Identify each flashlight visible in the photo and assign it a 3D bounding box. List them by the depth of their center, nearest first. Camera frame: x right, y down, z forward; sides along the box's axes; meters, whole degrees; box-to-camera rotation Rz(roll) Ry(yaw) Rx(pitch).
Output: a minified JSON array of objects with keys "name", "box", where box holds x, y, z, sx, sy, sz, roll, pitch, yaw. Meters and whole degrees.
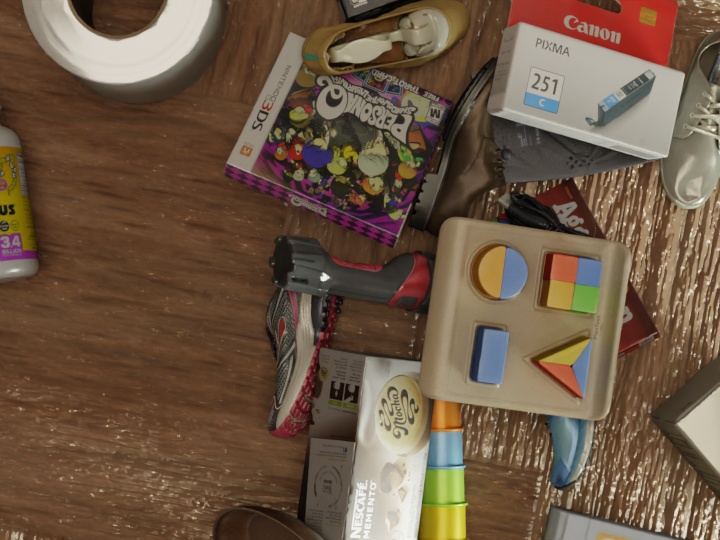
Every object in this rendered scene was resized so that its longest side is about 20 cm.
[{"name":"flashlight","box":[0.000,0.000,1.521,0.199,0.068,0.069,12,91,-31]}]

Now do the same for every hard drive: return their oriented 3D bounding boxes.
[{"name":"hard drive","box":[0.225,-0.168,1.583,0.198,0.042,0.136,-9,88,1]}]

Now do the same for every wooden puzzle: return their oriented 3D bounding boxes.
[{"name":"wooden puzzle","box":[0.169,0.050,1.473,0.198,0.046,0.187,8,90,-5]}]

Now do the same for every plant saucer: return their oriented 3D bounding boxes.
[{"name":"plant saucer","box":[-0.069,0.319,1.514,0.201,0.200,0.037,50,53,2]}]

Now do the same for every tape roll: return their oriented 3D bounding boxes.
[{"name":"tape roll","box":[-0.247,-0.287,1.538,0.201,0.139,0.205,0,88,1]}]

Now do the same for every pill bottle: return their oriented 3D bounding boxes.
[{"name":"pill bottle","box":[-0.408,-0.086,1.548,0.103,0.104,0.202,-10,88,0]}]

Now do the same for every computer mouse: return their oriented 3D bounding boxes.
[{"name":"computer mouse","box":[0.153,0.019,1.528,0.138,0.053,0.201,37,90,26]}]

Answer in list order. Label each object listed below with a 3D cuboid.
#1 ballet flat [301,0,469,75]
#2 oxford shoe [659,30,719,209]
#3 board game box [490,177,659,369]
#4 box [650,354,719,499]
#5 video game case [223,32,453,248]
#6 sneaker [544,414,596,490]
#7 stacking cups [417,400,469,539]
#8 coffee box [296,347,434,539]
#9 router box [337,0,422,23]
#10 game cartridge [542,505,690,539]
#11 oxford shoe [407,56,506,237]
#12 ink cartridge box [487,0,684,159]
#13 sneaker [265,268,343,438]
[{"name":"ballet flat","box":[0.036,-0.244,1.553,0.198,0.063,0.069,-18,108,-15]},{"name":"oxford shoe","box":[0.375,-0.167,1.577,0.075,0.058,0.202,17,90,-2]},{"name":"board game box","box":[0.227,0.007,1.549,0.102,0.019,0.201,-27,66,3]},{"name":"box","box":[0.419,0.198,1.530,0.109,0.128,0.200,-40,89,-2]},{"name":"video game case","box":[-0.021,-0.142,1.554,0.199,0.036,0.182,24,65,1]},{"name":"sneaker","box":[0.211,0.136,1.567,0.089,0.078,0.202,0,79,9]},{"name":"stacking cups","box":[0.089,0.193,1.570,0.060,0.061,0.202,1,83,0]},{"name":"coffee box","box":[0.007,0.189,1.528,0.112,0.079,0.202,10,87,-43]},{"name":"router box","box":[0.053,-0.370,1.579,0.198,0.062,0.151,-20,87,-1]},{"name":"game cartridge","box":[0.288,0.343,1.571,0.198,0.042,0.134,13,84,0]},{"name":"oxford shoe","box":[0.123,-0.127,1.542,0.084,0.073,0.201,21,102,3]},{"name":"ink cartridge box","box":[0.244,-0.226,1.516,0.198,0.045,0.178,13,86,-18]},{"name":"sneaker","box":[-0.070,0.081,1.561,0.074,0.081,0.202,6,74,16]}]
